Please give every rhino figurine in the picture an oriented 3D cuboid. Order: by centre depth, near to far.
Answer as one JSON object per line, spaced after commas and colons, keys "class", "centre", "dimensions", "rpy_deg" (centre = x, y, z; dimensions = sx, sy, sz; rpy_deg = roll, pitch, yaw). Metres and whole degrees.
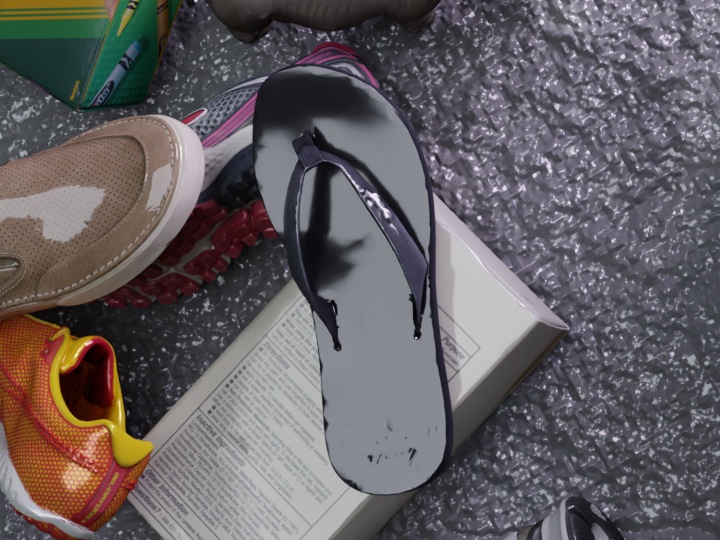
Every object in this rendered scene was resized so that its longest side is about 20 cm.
{"class": "rhino figurine", "centre": [0.016, -0.144, 1.302], "dimensions": [0.200, 0.087, 0.060], "rpy_deg": [-5, 84, 17]}

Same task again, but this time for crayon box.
{"class": "crayon box", "centre": [-0.130, -0.192, 1.332], "dimensions": [0.119, 0.058, 0.200], "rpy_deg": [32, 112, 25]}

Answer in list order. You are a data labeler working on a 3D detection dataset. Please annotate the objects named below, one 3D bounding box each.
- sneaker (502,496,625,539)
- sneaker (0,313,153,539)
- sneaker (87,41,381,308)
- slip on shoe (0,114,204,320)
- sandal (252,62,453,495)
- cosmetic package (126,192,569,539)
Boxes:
{"class": "sneaker", "centre": [0.077, 0.208, 1.237], "dimensions": [0.115, 0.076, 0.201], "rpy_deg": [-30, 43, 24]}
{"class": "sneaker", "centre": [-0.150, 0.052, 1.316], "dimensions": [0.077, 0.073, 0.200], "rpy_deg": [-50, 44, 7]}
{"class": "sneaker", "centre": [-0.076, -0.043, 1.334], "dimensions": [0.200, 0.081, 0.075], "rpy_deg": [-19, 51, 14]}
{"class": "slip on shoe", "centre": [-0.165, -0.020, 1.277], "dimensions": [0.200, 0.061, 0.076], "rpy_deg": [-21, 62, 26]}
{"class": "sandal", "centre": [0.001, 0.000, 1.236], "dimensions": [0.076, 0.043, 0.200], "rpy_deg": [-16, 84, 12]}
{"class": "cosmetic package", "centre": [-0.009, 0.062, 1.297], "dimensions": [0.200, 0.071, 0.105], "rpy_deg": [-45, 75, 8]}
